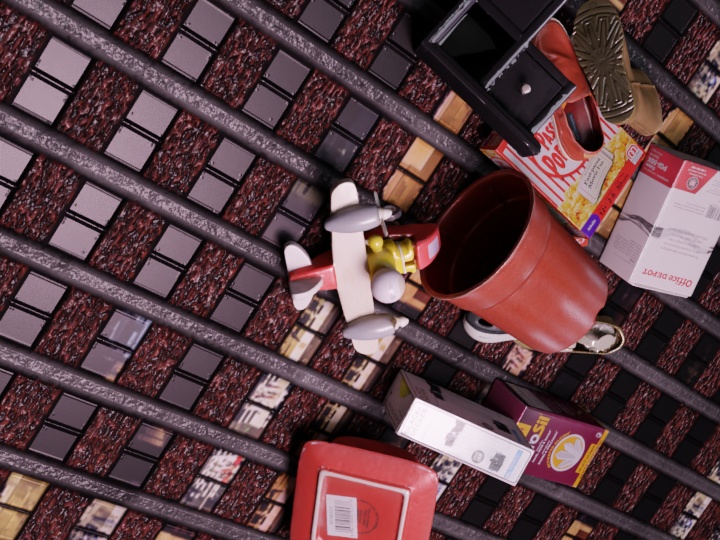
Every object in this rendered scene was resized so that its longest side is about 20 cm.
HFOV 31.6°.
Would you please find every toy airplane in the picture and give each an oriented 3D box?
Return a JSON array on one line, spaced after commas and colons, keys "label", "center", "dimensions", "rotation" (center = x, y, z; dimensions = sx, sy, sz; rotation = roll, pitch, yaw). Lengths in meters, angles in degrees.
[{"label": "toy airplane", "center": [0.000, 0.000, 1.634], "dimensions": [0.199, 0.141, 0.200], "rotation": [27, 100, -39]}]

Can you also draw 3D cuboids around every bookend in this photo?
[{"label": "bookend", "center": [0.205, -0.281, 1.580], "dimensions": [0.200, 0.092, 0.199], "rotation": [44, 89, -5]}]

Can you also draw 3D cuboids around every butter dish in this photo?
[{"label": "butter dish", "center": [0.013, 0.314, 1.820], "dimensions": [0.198, 0.148, 0.201], "rotation": [11, 117, 7]}]

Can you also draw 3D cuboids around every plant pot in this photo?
[{"label": "plant pot", "center": [0.217, 0.002, 1.711], "dimensions": [0.195, 0.201, 0.201], "rotation": [37, 93, -29]}]

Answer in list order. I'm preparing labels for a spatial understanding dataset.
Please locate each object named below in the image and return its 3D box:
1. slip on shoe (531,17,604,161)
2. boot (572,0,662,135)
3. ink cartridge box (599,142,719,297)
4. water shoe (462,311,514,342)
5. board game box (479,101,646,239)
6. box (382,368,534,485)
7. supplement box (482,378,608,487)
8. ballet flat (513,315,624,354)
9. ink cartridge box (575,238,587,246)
[{"label": "slip on shoe", "center": [0.272, -0.237, 1.661], "dimensions": [0.074, 0.061, 0.201], "rotation": [-25, 105, -19]}, {"label": "boot", "center": [0.352, -0.270, 1.724], "dimensions": [0.200, 0.066, 0.177], "rotation": [-9, 89, -66]}, {"label": "ink cartridge box", "center": [0.470, -0.074, 1.925], "dimensions": [0.146, 0.083, 0.201], "rotation": [12, 108, -35]}, {"label": "water shoe", "center": [0.247, 0.056, 1.853], "dimensions": [0.199, 0.072, 0.079], "rotation": [-11, 141, -26]}, {"label": "board game box", "center": [0.278, -0.163, 1.733], "dimensions": [0.200, 0.046, 0.152], "rotation": [39, 80, -24]}, {"label": "box", "center": [0.138, 0.223, 1.816], "dimensions": [0.199, 0.117, 0.060], "rotation": [25, 102, -14]}, {"label": "supplement box", "center": [0.275, 0.255, 1.980], "dimensions": [0.199, 0.086, 0.111], "rotation": [19, 104, -37]}, {"label": "ballet flat", "center": [0.324, 0.099, 1.940], "dimensions": [0.199, 0.071, 0.071], "rotation": [2, 114, -33]}, {"label": "ink cartridge box", "center": [0.273, -0.060, 1.830], "dimensions": [0.108, 0.050, 0.201], "rotation": [-19, 123, -23]}]
